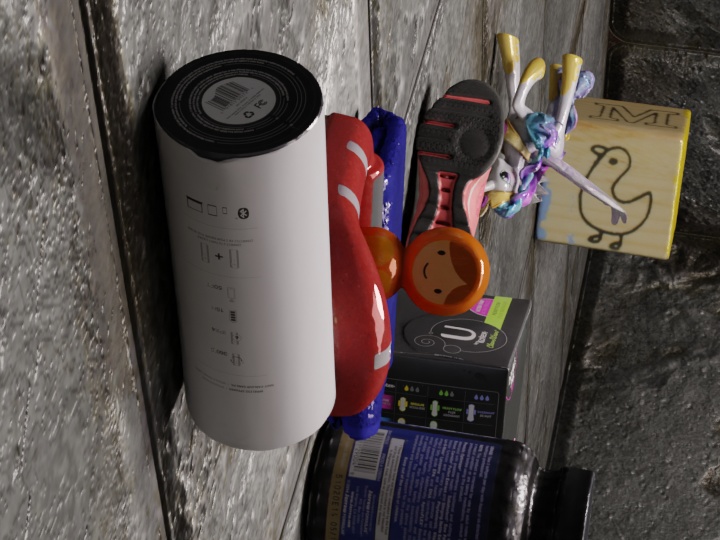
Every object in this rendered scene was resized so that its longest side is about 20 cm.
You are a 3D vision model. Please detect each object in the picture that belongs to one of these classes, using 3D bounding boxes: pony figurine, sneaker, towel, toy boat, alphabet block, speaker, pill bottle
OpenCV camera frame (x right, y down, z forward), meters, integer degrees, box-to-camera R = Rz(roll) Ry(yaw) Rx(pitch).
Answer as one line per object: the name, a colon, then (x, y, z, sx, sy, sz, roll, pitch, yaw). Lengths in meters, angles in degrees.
pony figurine: (0.195, -0.135, 2.252, 0.193, 0.166, 0.201, 22, 78, -47)
sneaker: (0.072, -0.067, 1.794, 0.087, 0.073, 0.201, 118, -14, -78)
towel: (0.000, 0.000, 1.456, 0.148, 0.049, 0.201, -77, 171, -67)
toy boat: (0.010, -0.001, 1.192, 0.200, 0.130, 0.131, -81, 174, -58)
alphabet block: (0.374, -0.141, 3.054, 0.196, 0.199, 0.197, -55, 151, -69)
speaker: (-0.054, -0.005, 1.016, 0.081, 0.081, 0.201, -72, 165, -45)
pill bottle: (0.067, 0.173, 1.510, 0.112, 0.199, 0.113, 8, 90, -80)

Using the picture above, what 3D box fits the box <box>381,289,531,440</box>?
box: (0.064, 0.133, 1.689, 0.149, 0.123, 0.201, -63, 158, -67)
